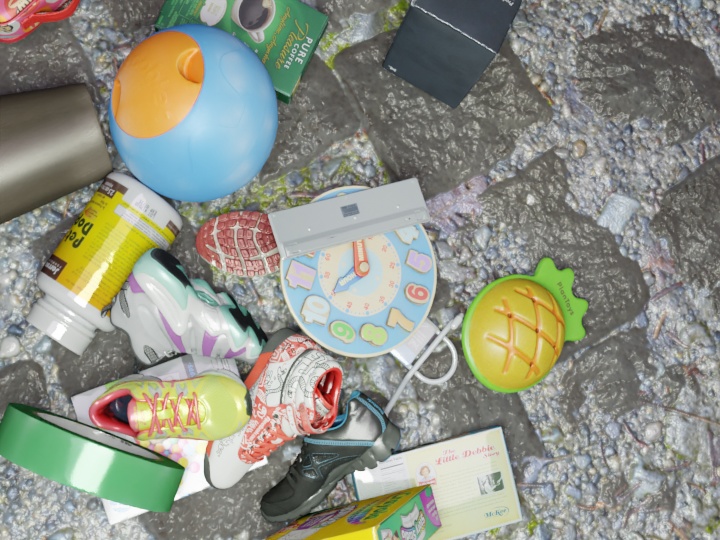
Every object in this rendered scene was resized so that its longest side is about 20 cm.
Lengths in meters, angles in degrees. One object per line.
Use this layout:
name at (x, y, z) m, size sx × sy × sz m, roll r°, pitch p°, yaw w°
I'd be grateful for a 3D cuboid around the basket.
basket at (-0.403, -0.140, 1.086) m, size 0.196 × 0.137 × 0.182 m, roll -19°, pitch 57°, yaw -16°

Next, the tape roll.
tape roll at (-0.284, 0.197, 0.975) m, size 0.197 × 0.200 × 0.049 m, roll 22°, pitch 79°, yaw -4°

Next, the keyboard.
keyboard at (-0.010, -0.063, 1.082) m, size 0.196 × 0.011 × 0.057 m, roll -16°, pitch 74°, yaw -23°

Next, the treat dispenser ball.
treat dispenser ball at (-0.194, -0.183, 1.085) m, size 0.196 × 0.201 × 0.206 m, roll 1°, pitch 81°, yaw -8°

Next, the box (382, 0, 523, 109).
box at (0.132, -0.343, 1.156) m, size 0.122 × 0.200 × 0.199 m, roll 29°, pitch 79°, yaw -3°

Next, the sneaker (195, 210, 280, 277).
sneaker at (-0.104, -0.024, 1.131) m, size 0.195 × 0.082 × 0.080 m, roll 4°, pitch 80°, yaw -17°

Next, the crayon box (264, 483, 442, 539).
crayon box at (-0.020, 0.297, 1.009) m, size 0.169 × 0.199 × 0.060 m, roll -20°, pitch 84°, yaw 19°

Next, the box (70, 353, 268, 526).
box at (-0.226, 0.191, 1.106) m, size 0.196 × 0.041 × 0.159 m, roll -19°, pitch 84°, yaw -9°

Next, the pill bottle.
pill bottle at (-0.304, -0.006, 1.089) m, size 0.108 × 0.109 × 0.202 m, roll 32°, pitch 78°, yaw -2°

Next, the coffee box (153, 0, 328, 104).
coffee box at (-0.152, -0.313, 1.191) m, size 0.197 × 0.044 × 0.125 m, roll 25°, pitch 79°, yaw -3°

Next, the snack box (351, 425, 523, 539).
snack box at (0.093, 0.273, 1.140) m, size 0.195 × 0.037 × 0.119 m, roll -12°, pitch 85°, yaw -9°

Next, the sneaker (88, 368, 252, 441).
sneaker at (-0.210, 0.155, 1.008) m, size 0.196 × 0.090 × 0.080 m, roll -6°, pitch 92°, yaw 24°

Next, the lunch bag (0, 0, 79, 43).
lunch bag at (-0.413, -0.388, 1.146) m, size 0.200 × 0.082 × 0.176 m, roll -44°, pitch 90°, yaw -12°

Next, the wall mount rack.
wall mount rack at (0.029, 0.083, 1.141) m, size 0.199 × 0.075 × 0.174 m, roll 41°, pitch 80°, yaw 1°

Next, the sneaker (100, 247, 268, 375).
sneaker at (-0.209, 0.080, 1.074) m, size 0.199 × 0.078 × 0.140 m, roll 40°, pitch 102°, yaw -23°

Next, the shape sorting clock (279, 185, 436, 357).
shape sorting clock at (0.000, 0.000, 1.092) m, size 0.195 × 0.039 × 0.205 m, roll 2°, pitch 80°, yaw -14°

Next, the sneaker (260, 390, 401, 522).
sneaker at (-0.048, 0.219, 1.087) m, size 0.199 × 0.073 × 0.082 m, roll -38°, pitch 99°, yaw 12°

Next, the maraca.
maraca at (0.207, 0.068, 1.155) m, size 0.198 × 0.106 × 0.139 m, roll -30°, pitch 100°, yaw -25°

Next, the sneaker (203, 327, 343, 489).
sneaker at (-0.096, 0.173, 1.041) m, size 0.107 × 0.067 × 0.204 m, roll 26°, pitch 85°, yaw 39°
